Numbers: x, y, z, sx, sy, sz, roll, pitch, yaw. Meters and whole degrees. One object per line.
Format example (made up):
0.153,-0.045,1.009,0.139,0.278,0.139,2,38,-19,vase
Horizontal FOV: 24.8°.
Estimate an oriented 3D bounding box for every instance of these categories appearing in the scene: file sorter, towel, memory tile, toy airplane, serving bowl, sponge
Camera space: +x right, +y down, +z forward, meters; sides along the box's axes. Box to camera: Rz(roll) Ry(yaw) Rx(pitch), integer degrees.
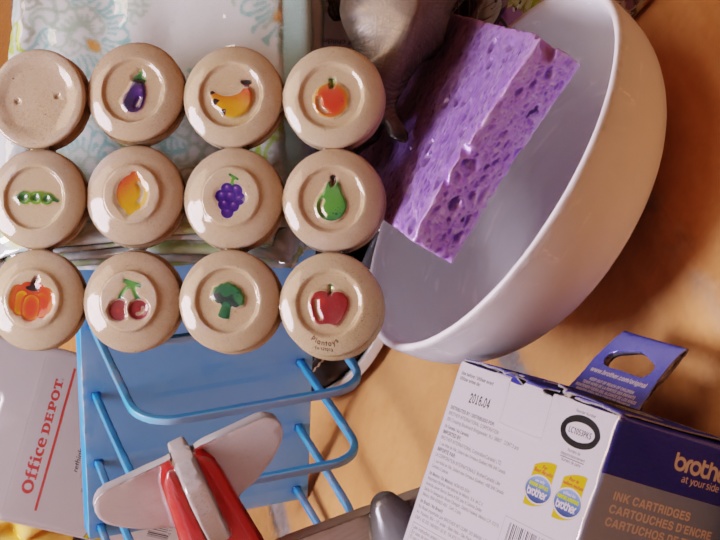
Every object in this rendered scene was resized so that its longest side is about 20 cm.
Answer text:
-0.076,0.084,0.911,0.123,0.138,0.200,-128,35,-55,file sorter
-0.104,-0.094,0.857,0.048,0.171,0.200,61,-151,-68,towel
-0.086,-0.035,0.797,0.017,0.199,0.154,25,-114,-79,memory tile
-0.049,0.174,0.805,0.200,0.199,0.141,-61,31,19,toy airplane
0.086,-0.038,0.811,0.200,0.066,0.200,-49,24,31,serving bowl
0.037,-0.077,0.844,0.112,0.030,0.200,-59,20,4,sponge

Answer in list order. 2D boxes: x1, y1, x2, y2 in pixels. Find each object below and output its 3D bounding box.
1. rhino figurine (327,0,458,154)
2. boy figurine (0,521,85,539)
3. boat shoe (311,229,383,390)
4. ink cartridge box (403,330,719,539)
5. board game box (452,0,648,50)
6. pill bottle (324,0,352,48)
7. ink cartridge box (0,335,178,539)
0.017,-0.133,0.838,0.200,0.060,0.087,-71,17,-7,rhino figurine
-0.250,0.199,1.178,0.124,0.200,0.065,-58,29,32,boy figurine
0.000,0.000,0.976,0.200,0.060,0.074,-51,32,36,boat shoe
0.084,0.121,0.717,0.136,0.076,0.200,16,89,63,ink cartridge box
0.116,-0.166,0.898,0.200,0.032,0.120,-48,39,39,board game box
-0.032,-0.125,0.978,0.114,0.114,0.200,-119,34,-56,pill bottle
-0.179,0.117,1.090,0.067,0.200,0.117,0,73,63,ink cartridge box
